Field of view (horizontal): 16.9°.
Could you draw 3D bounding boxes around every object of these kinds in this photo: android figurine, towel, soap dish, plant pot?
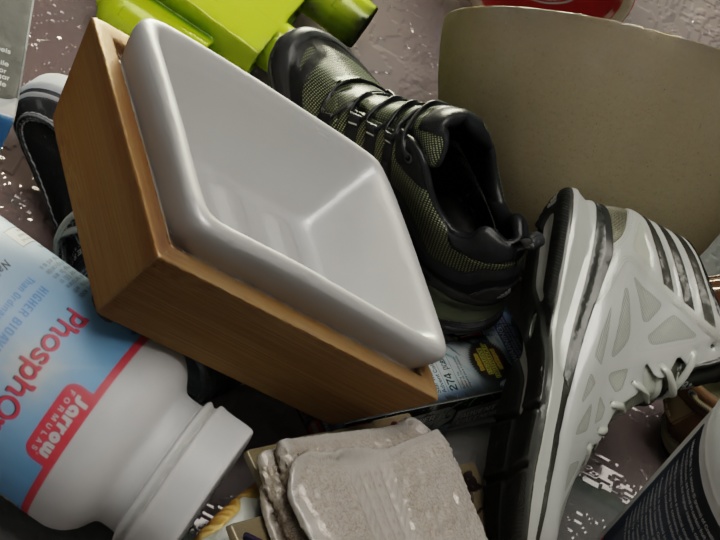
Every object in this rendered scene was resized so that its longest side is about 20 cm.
[{"bbox_3d":[-0.090,-0.185,1.427,0.199,0.041,0.182,34,46,-1],"label":"android figurine"},{"bbox_3d":[0.030,0.167,1.152,0.132,0.034,0.201,-5,66,-51],"label":"towel"},{"bbox_3d":[-0.057,-0.019,1.173,0.200,0.081,0.158,29,32,-43],"label":"soap dish"},{"bbox_3d":[0.129,-0.057,1.363,0.199,0.200,0.135,15,85,-17],"label":"plant pot"}]

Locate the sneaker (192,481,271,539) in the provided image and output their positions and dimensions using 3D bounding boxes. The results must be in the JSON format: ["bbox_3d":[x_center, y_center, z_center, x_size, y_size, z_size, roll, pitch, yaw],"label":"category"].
[{"bbox_3d":[-0.073,0.179,1.120,0.088,0.075,0.200,45,49,6],"label":"sneaker"}]

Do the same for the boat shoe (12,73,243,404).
[{"bbox_3d":[-0.127,-0.015,1.255,0.068,0.072,0.200,-30,79,-43],"label":"boat shoe"}]

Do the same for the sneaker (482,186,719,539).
[{"bbox_3d":[0.136,0.065,1.254,0.115,0.076,0.202,16,76,-12],"label":"sneaker"}]

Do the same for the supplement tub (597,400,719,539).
[{"bbox_3d":[0.211,0.136,1.210,0.139,0.200,0.141,15,49,-17],"label":"supplement tub"}]

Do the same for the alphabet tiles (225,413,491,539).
[{"bbox_3d":[0.019,0.154,1.185,0.199,0.006,0.167,-8,68,-52],"label":"alphabet tiles"}]

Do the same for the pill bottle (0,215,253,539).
[{"bbox_3d":[-0.155,0.052,1.152,0.199,0.109,0.109,35,46,2],"label":"pill bottle"}]

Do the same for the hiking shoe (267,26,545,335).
[{"bbox_3d":[0.029,-0.068,1.299,0.076,0.101,0.200,-24,69,-42],"label":"hiking shoe"}]

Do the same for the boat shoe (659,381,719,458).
[{"bbox_3d":[0.256,0.090,1.313,0.199,0.074,0.076,11,45,22],"label":"boat shoe"}]

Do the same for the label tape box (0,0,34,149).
[{"bbox_3d":[-0.250,-0.154,1.299,0.142,0.066,0.201,16,50,-17],"label":"label tape box"}]

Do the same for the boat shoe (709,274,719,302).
[{"bbox_3d":[0.254,0.017,1.398,0.198,0.072,0.076,-1,39,-2],"label":"boat shoe"}]

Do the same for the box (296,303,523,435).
[{"bbox_3d":[0.000,0.000,1.327,0.136,0.040,0.201,-10,60,-33],"label":"box"}]

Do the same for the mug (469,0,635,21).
[{"bbox_3d":[0.110,-0.246,1.555,0.133,0.177,0.201,47,38,-41],"label":"mug"}]
